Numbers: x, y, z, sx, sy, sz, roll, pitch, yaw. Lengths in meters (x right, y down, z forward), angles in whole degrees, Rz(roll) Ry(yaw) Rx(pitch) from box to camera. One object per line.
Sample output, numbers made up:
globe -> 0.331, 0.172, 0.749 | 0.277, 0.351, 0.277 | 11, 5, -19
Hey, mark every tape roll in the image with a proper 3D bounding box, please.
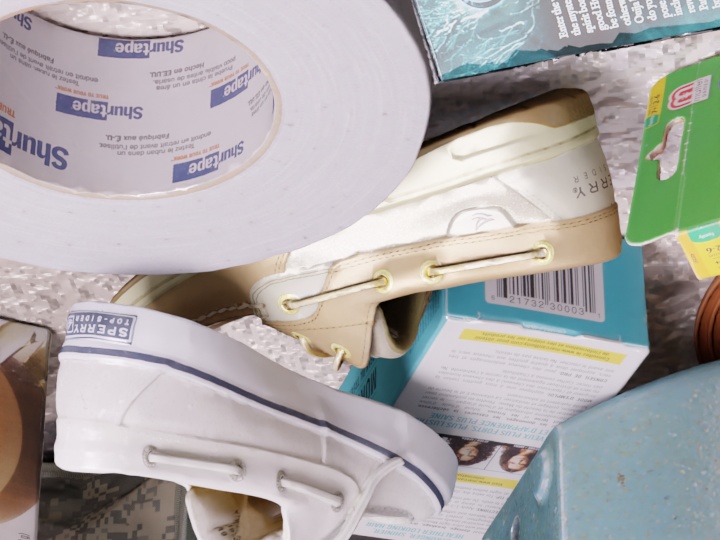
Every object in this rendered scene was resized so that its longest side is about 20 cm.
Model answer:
tape roll -> -0.076, -0.078, 0.836 | 0.199, 0.066, 0.201 | 0, 148, 0

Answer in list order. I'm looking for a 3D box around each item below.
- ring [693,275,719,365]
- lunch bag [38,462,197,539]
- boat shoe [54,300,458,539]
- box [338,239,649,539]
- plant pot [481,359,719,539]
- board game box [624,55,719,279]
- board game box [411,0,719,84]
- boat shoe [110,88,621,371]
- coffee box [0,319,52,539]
ring -> 0.229, 0.025, 1.036 | 0.199, 0.019, 0.201 | 1, 148, 1
lunch bag -> -0.106, 0.201, 1.153 | 0.117, 0.201, 0.164 | -5, 147, 10
boat shoe -> -0.037, 0.080, 0.947 | 0.074, 0.086, 0.202 | 3, 164, 34
box -> 0.040, 0.054, 1.055 | 0.082, 0.049, 0.200 | 10, 147, -14
plant pot -> 0.151, 0.145, 1.024 | 0.199, 0.197, 0.197 | 7, 149, -11
board game box -> 0.181, -0.054, 0.838 | 0.199, 0.096, 0.030 | -14, 124, 23
board game box -> 0.057, -0.147, 0.691 | 0.135, 0.028, 0.201 | -9, 126, 14
boat shoe -> 0.000, 0.000, 0.933 | 0.199, 0.067, 0.074 | -22, -179, 31
coffee box -> -0.185, 0.113, 1.009 | 0.113, 0.201, 0.080 | 14, 141, -18
